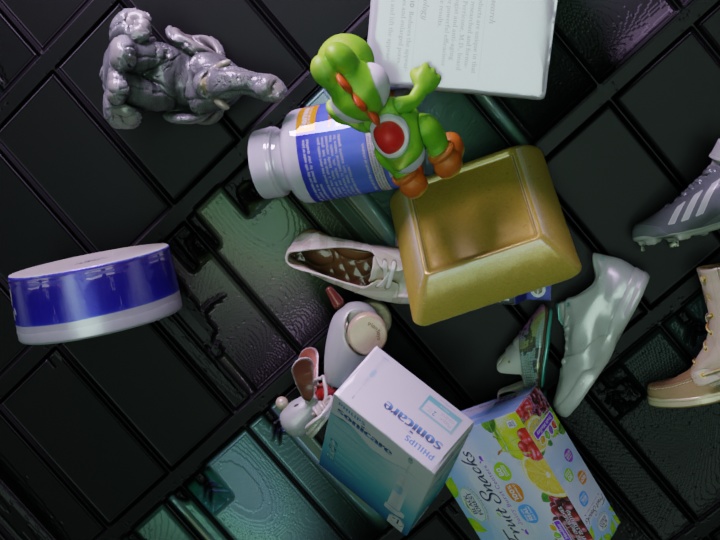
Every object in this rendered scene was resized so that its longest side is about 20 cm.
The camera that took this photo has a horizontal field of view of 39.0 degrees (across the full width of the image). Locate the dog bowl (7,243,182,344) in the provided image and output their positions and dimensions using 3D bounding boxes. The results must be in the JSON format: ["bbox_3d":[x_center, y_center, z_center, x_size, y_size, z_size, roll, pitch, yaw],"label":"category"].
[{"bbox_3d":[-0.319,0.026,1.226,0.196,0.200,0.081,-9,97,8],"label":"dog bowl"}]

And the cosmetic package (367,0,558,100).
[{"bbox_3d":[0.114,-0.284,1.134,0.195,0.165,0.169,6,102,5],"label":"cosmetic package"}]

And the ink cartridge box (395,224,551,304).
[{"bbox_3d":[0.139,-0.009,1.252,0.195,0.037,0.097,1,101,4],"label":"ink cartridge box"}]

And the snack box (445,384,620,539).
[{"bbox_3d":[0.193,0.259,1.243,0.167,0.067,0.202,-26,97,45],"label":"snack box"}]

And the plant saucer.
[{"bbox_3d":[0.132,-0.056,1.169,0.196,0.203,0.049,-18,140,10],"label":"plant saucer"}]

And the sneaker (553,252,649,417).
[{"bbox_3d":[0.271,0.076,1.243,0.087,0.075,0.203,27,97,13],"label":"sneaker"}]

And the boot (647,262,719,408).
[{"bbox_3d":[0.418,0.073,1.210,0.197,0.072,0.158,-20,90,32],"label":"boot"}]

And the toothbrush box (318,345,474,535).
[{"bbox_3d":[0.037,0.206,1.205,0.145,0.201,0.085,36,60,16],"label":"toothbrush box"}]

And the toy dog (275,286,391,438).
[{"bbox_3d":[-0.045,0.102,1.252,0.096,0.132,0.201,39,77,-2],"label":"toy dog"}]

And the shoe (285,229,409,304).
[{"bbox_3d":[0.000,0.000,1.236,0.196,0.053,0.071,15,107,18],"label":"shoe"}]

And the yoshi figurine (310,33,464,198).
[{"bbox_3d":[0.021,-0.174,1.058,0.200,0.111,0.113,42,75,-36],"label":"yoshi figurine"}]

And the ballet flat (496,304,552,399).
[{"bbox_3d":[0.204,0.143,1.260,0.070,0.069,0.204,1,104,15],"label":"ballet flat"}]

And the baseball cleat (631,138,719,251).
[{"bbox_3d":[0.399,-0.091,1.168,0.197,0.069,0.109,-15,86,38],"label":"baseball cleat"}]

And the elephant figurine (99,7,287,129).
[{"bbox_3d":[-0.203,-0.223,1.209,0.196,0.157,0.143,3,140,-20],"label":"elephant figurine"}]

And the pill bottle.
[{"bbox_3d":[-0.029,-0.142,1.200,0.196,0.112,0.114,-8,100,15],"label":"pill bottle"}]
